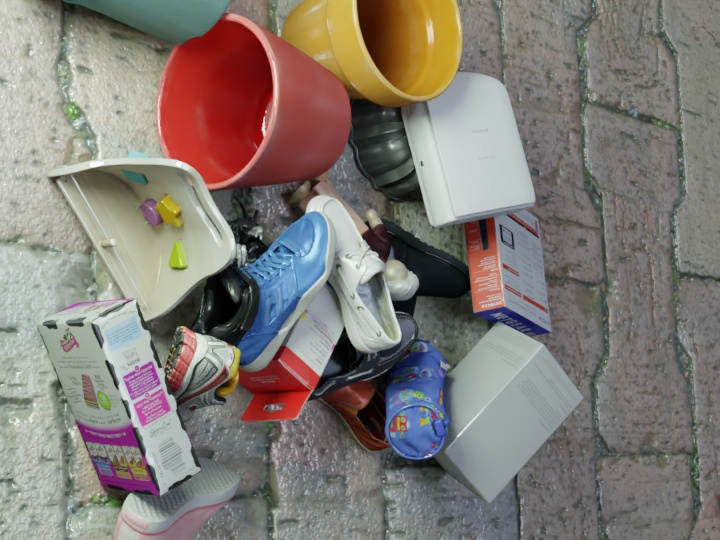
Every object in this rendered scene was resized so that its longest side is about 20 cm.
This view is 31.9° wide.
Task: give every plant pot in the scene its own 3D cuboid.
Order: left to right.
[{"bbox_3d":[-0.247,-0.356,1.393,0.195,0.198,0.203,25,68,-48],"label":"plant pot"},{"bbox_3d":[-0.117,-0.188,1.505,0.176,0.198,0.203,5,82,-54],"label":"plant pot"},{"bbox_3d":[0.000,-0.301,1.622,0.199,0.182,0.203,7,80,-44],"label":"plant pot"}]

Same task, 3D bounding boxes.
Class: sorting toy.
[{"bbox_3d":[-0.217,-0.056,1.382,0.107,0.179,0.202,-43,114,-38],"label":"sorting toy"}]

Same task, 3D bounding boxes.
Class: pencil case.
[{"bbox_3d":[0.076,0.166,1.645,0.200,0.086,0.079,-82,155,-67],"label":"pencil case"}]

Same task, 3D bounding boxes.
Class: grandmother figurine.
[{"bbox_3d":[-0.004,-0.037,1.623,0.200,0.061,0.121,45,61,1],"label":"grandmother figurine"}]

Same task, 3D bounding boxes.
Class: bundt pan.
[{"bbox_3d":[0.077,-0.201,1.761,0.200,0.075,0.205,7,79,-44],"label":"bundt pan"}]

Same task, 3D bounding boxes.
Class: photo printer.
[{"bbox_3d":[0.143,-0.168,1.700,0.165,0.069,0.203,-10,84,-36],"label":"photo printer"}]

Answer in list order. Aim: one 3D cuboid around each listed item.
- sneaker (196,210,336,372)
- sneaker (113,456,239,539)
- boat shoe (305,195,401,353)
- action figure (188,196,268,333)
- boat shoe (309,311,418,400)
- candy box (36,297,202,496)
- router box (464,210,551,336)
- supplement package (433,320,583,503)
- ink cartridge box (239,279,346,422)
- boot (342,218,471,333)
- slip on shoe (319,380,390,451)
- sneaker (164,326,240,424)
[{"bbox_3d":[-0.109,0.008,1.415,0.201,0.076,0.111,-58,141,-3],"label":"sneaker"},{"bbox_3d":[-0.215,0.283,1.427,0.200,0.075,0.106,-20,135,-64],"label":"sneaker"},{"bbox_3d":[0.000,0.000,1.503,0.071,0.069,0.202,-32,103,-40],"label":"boat shoe"},{"bbox_3d":[-0.145,0.007,1.500,0.118,0.101,0.202,33,66,-40],"label":"action figure"},{"bbox_3d":[-0.003,0.109,1.582,0.198,0.063,0.073,-24,96,-22],"label":"boat shoe"},{"bbox_3d":[-0.258,0.134,1.346,0.061,0.136,0.202,-29,106,-37],"label":"candy box"},{"bbox_3d":[0.213,-0.011,1.828,0.200,0.048,0.182,27,55,-59],"label":"router box"},{"bbox_3d":[0.183,0.193,1.739,0.200,0.120,0.122,-45,119,-10],"label":"supplement package"},{"bbox_3d":[-0.090,0.082,1.533,0.067,0.115,0.201,44,56,-29],"label":"ink cartridge box"},{"bbox_3d":[0.062,0.045,1.713,0.199,0.076,0.170,30,63,-33],"label":"boot"},{"bbox_3d":[-0.012,0.158,1.640,0.201,0.061,0.074,54,54,-24],"label":"slip on shoe"},{"bbox_3d":[-0.180,0.131,1.395,0.081,0.200,0.079,14,64,-10],"label":"sneaker"}]
